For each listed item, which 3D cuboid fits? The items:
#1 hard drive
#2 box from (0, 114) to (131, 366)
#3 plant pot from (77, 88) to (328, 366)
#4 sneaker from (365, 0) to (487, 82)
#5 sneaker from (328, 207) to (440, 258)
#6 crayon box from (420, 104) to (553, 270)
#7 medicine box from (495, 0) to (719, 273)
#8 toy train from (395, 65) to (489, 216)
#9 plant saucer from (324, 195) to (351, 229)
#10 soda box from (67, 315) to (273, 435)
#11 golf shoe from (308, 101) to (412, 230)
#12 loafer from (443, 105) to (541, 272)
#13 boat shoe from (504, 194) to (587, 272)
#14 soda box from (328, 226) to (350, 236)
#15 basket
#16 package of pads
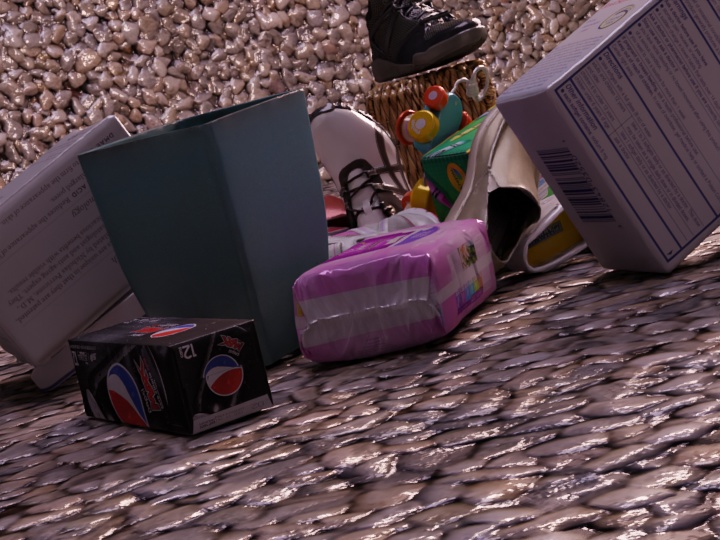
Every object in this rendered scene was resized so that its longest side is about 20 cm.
[{"bbox_3d":[-0.242,0.035,1.390,0.131,0.025,0.200,-37,15,6],"label":"hard drive"},{"bbox_3d":[-0.281,-0.028,1.360,0.200,0.131,0.199,-42,15,-15],"label":"box"},{"bbox_3d":[-0.110,-0.026,1.203,0.140,0.202,0.141,-10,12,34],"label":"plant pot"},{"bbox_3d":[0.064,-0.278,1.631,0.076,0.116,0.199,-19,9,-25],"label":"sneaker"},{"bbox_3d":[0.000,0.000,1.363,0.199,0.082,0.088,-18,2,44],"label":"sneaker"},{"bbox_3d":[0.147,-0.094,1.429,0.058,0.120,0.200,-4,23,39],"label":"crayon box"},{"bbox_3d":[0.248,-0.130,1.212,0.200,0.183,0.103,-40,14,-15],"label":"medicine box"},{"bbox_3d":[0.085,-0.098,1.458,0.055,0.202,0.150,9,25,33],"label":"toy train"},{"bbox_3d":[-0.111,-0.021,1.591,0.198,0.037,0.200,-15,-14,-16],"label":"plant saucer"},{"bbox_3d":[-0.142,0.073,1.061,0.070,0.064,0.199,-17,7,-30],"label":"soda box"},{"bbox_3d":[0.013,-0.078,1.472,0.077,0.201,0.095,-33,14,23],"label":"golf shoe"},{"bbox_3d":[0.131,-0.070,1.309,0.068,0.076,0.202,-3,56,45],"label":"loafer"},{"bbox_3d":[0.220,-0.059,1.333,0.201,0.075,0.086,-29,20,-12],"label":"boat shoe"},{"bbox_3d":[-0.103,0.010,1.474,0.198,0.071,0.063,-15,7,-18],"label":"soda box"},{"bbox_3d":[0.107,-0.129,1.663,0.147,0.202,0.143,-13,5,17],"label":"basket"},{"bbox_3d":[0.030,0.013,1.172,0.119,0.077,0.200,-9,8,18],"label":"package of pads"}]
